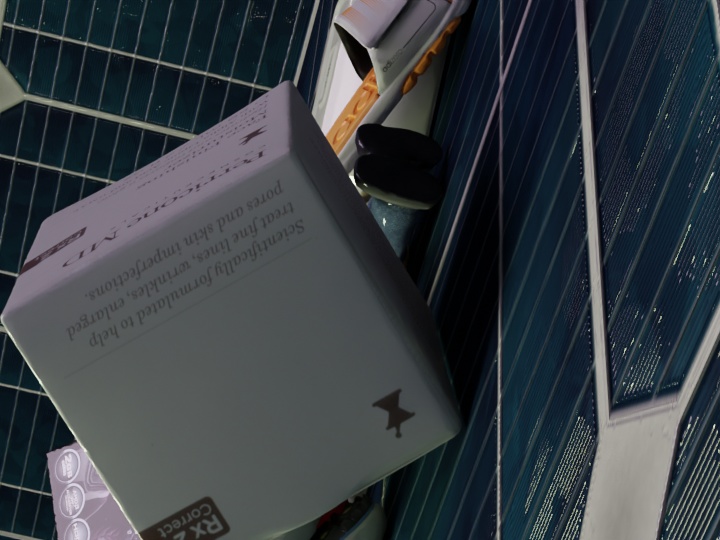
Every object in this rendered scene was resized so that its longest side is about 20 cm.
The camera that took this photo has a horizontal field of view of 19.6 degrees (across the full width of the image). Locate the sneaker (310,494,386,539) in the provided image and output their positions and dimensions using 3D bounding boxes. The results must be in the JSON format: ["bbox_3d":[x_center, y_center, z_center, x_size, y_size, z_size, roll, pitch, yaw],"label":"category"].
[{"bbox_3d":[-0.032,0.216,1.185,0.200,0.072,0.072,-61,-3,14],"label":"sneaker"}]

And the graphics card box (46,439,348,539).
[{"bbox_3d":[-0.106,0.143,1.331,0.200,0.051,0.126,-25,62,27],"label":"graphics card box"}]

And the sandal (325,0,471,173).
[{"bbox_3d":[0.003,-0.135,1.350,0.207,0.059,0.079,-56,16,-4],"label":"sandal"}]

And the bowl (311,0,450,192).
[{"bbox_3d":[0.011,-0.132,1.490,0.200,0.074,0.200,171,112,-82],"label":"bowl"}]

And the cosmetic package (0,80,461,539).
[{"bbox_3d":[-0.063,0.025,1.068,0.165,0.165,0.200,59,-175,-13],"label":"cosmetic package"}]

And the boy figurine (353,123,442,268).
[{"bbox_3d":[0.000,0.000,1.338,0.125,0.064,0.200,-87,14,-47],"label":"boy figurine"}]

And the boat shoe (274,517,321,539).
[{"bbox_3d":[-0.053,0.123,1.194,0.074,0.067,0.200,-50,2,44],"label":"boat shoe"}]
